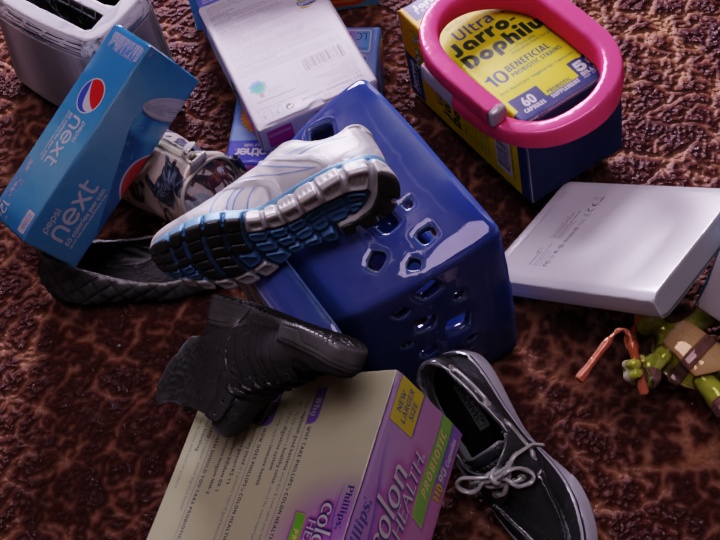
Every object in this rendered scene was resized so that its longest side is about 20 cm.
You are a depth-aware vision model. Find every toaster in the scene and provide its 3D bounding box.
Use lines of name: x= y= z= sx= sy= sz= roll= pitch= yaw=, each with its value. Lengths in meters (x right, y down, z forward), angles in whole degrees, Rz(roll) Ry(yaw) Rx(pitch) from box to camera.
toaster: x=-0.269 y=-0.227 z=1.397 sx=0.200 sy=0.129 sz=0.114 roll=30 pitch=66 yaw=23

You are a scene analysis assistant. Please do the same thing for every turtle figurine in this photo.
turtle figurine: x=0.275 y=0.081 z=1.162 sx=0.161 sy=0.065 sz=0.200 roll=42 pitch=52 yaw=18

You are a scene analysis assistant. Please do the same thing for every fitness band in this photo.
fitness band: x=0.137 y=-0.185 z=1.226 sx=0.143 sy=0.037 sz=0.200 roll=-32 pitch=54 yaw=-14

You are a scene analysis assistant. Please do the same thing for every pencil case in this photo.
pencil case: x=-0.192 y=-0.100 z=1.305 sx=0.078 sy=0.090 sz=0.200 roll=-31 pitch=42 yaw=-34

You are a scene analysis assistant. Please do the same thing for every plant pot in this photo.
plant pot: x=0.000 y=0.000 z=1.178 sx=0.180 sy=0.200 sz=0.200 roll=-34 pitch=60 yaw=-8

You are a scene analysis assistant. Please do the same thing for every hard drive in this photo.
hard drive: x=0.213 y=-0.023 z=1.199 sx=0.132 sy=0.026 sz=0.200 roll=-47 pitch=29 yaw=-22

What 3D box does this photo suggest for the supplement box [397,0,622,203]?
supplement box: x=0.138 y=-0.178 z=1.314 sx=0.109 sy=0.110 sz=0.200 roll=-32 pitch=52 yaw=-14

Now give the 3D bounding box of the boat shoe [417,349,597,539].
boat shoe: x=0.111 y=0.150 z=1.104 sx=0.074 sy=0.068 sz=0.200 roll=-34 pitch=76 yaw=25

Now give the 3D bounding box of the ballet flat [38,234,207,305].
ballet flat: x=-0.194 y=-0.008 z=1.285 sx=0.199 sy=0.057 sz=0.067 roll=-11 pitch=57 yaw=0

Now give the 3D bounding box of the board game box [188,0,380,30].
board game box: x=-0.088 y=-0.339 z=1.407 sx=0.199 sy=0.196 sz=0.056 roll=-8 pitch=56 yaw=2

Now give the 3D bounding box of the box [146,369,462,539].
box: x=-0.047 y=0.179 z=1.073 sx=0.199 sy=0.097 sz=0.176 roll=-8 pitch=50 yaw=38

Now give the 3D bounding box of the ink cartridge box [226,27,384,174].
ink cartridge box: x=-0.050 y=-0.133 z=1.342 sx=0.136 sy=0.076 sz=0.201 roll=0 pitch=58 yaw=7

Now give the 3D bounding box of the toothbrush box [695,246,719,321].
toothbrush box: x=0.397 y=-0.006 z=1.161 sx=0.146 sy=0.085 sz=0.200 roll=36 pitch=51 yaw=24

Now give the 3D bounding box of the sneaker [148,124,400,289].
sneaker: x=-0.069 y=-0.053 z=1.089 sx=0.199 sy=0.075 sz=0.087 roll=-20 pitch=47 yaw=6

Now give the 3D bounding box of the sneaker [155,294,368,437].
sneaker: x=-0.077 y=0.081 z=1.057 sx=0.199 sy=0.060 sz=0.105 roll=18 pitch=92 yaw=46

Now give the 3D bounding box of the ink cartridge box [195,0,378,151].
ink cartridge box: x=-0.074 y=-0.212 z=1.327 sx=0.119 sy=0.042 sz=0.200 roll=-23 pitch=59 yaw=-7

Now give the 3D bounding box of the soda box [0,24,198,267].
soda box: x=-0.232 y=-0.109 z=1.236 sx=0.064 sy=0.068 sz=0.200 roll=35 pitch=91 yaw=41
